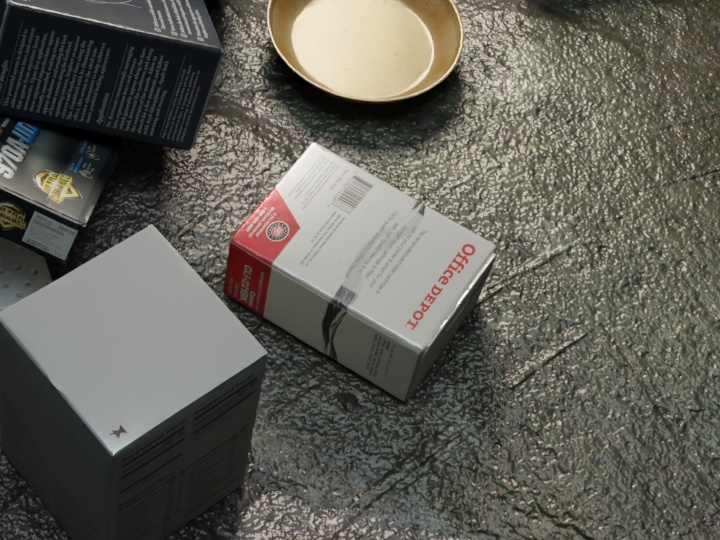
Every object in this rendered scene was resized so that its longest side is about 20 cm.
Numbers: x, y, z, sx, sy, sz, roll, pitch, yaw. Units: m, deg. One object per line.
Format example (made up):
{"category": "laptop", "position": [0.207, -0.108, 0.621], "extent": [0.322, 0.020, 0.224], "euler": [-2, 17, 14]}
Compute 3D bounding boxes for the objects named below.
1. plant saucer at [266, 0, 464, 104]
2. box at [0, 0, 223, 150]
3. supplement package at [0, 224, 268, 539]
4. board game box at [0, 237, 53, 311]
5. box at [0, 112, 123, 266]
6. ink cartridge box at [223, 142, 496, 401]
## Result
{"category": "plant saucer", "position": [0.003, -0.234, 1.807], "extent": [0.198, 0.036, 0.202], "euler": [4, 54, -6]}
{"category": "box", "position": [-0.242, -0.205, 1.643], "extent": [0.198, 0.108, 0.149], "euler": [11, 28, -21]}
{"category": "supplement package", "position": [-0.183, 0.105, 1.426], "extent": [0.150, 0.201, 0.152], "euler": [-32, 66, -28]}
{"category": "board game box", "position": [-0.390, -0.026, 1.593], "extent": [0.198, 0.026, 0.201], "euler": [-14, 58, -19]}
{"category": "box", "position": [-0.299, -0.092, 1.571], "extent": [0.158, 0.046, 0.200], "euler": [25, 23, -8]}
{"category": "ink cartridge box", "position": [0.000, 0.000, 1.607], "extent": [0.199, 0.084, 0.145], "euler": [30, 54, 13]}
